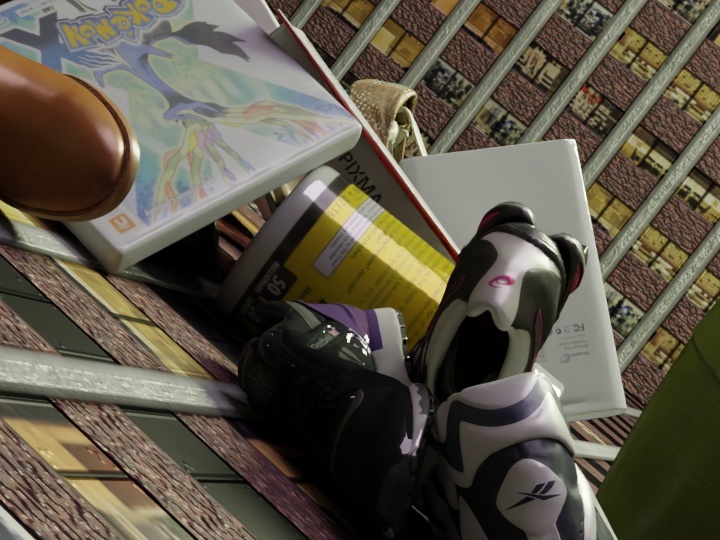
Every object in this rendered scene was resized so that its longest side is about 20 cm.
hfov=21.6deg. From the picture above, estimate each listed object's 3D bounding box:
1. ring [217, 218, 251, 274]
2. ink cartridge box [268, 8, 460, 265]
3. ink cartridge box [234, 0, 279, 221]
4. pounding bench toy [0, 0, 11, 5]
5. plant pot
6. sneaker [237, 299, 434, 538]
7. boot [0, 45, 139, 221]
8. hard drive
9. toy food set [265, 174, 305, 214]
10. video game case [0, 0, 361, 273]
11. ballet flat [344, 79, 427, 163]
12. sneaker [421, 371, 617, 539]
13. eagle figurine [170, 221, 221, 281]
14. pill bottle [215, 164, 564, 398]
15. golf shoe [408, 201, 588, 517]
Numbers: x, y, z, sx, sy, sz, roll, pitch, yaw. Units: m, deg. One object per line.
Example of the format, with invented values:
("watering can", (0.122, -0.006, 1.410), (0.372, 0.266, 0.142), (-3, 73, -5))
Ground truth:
("ring", (-0.073, -0.006, 1.376), (0.200, 0.019, 0.200), (39, 5, -4))
("ink cartridge box", (-0.003, -0.070, 1.223), (0.201, 0.045, 0.176), (54, 4, 0))
("ink cartridge box", (-0.070, -0.115, 1.502), (0.146, 0.083, 0.201), (60, -2, 46))
("pounding bench toy", (-0.318, -0.280, 1.443), (0.156, 0.125, 0.200), (32, 8, -46))
("plant pot", (0.235, 0.143, 1.167), (0.200, 0.193, 0.201), (39, 15, -13))
("sneaker", (-0.020, 0.071, 0.942), (0.087, 0.077, 0.200), (12, 16, -10))
("boot", (-0.213, -0.094, 0.909), (0.199, 0.074, 0.155), (28, -1, 25))
("hard drive", (0.106, 0.011, 1.344), (0.025, 0.130, 0.202), (105, -23, -72))
("toy food set", (0.000, 0.000, 1.299), (0.144, 0.060, 0.200), (57, 3, -21))
("video game case", (-0.126, -0.102, 1.089), (0.182, 0.022, 0.199), (44, 47, 17))
("ballet flat", (0.023, -0.049, 1.439), (0.065, 0.203, 0.070), (-5, -6, 14))
("sneaker", (0.084, 0.146, 0.916), (0.200, 0.079, 0.131), (93, -17, -62))
("eagle figurine", (-0.140, -0.087, 1.200), (0.150, 0.152, 0.201), (0, 34, 13))
("pill bottle", (0.021, 0.039, 1.130), (0.199, 0.112, 0.111), (38, 5, 2))
("golf shoe", (0.050, 0.061, 0.968), (0.077, 0.201, 0.088), (24, 37, 12))
